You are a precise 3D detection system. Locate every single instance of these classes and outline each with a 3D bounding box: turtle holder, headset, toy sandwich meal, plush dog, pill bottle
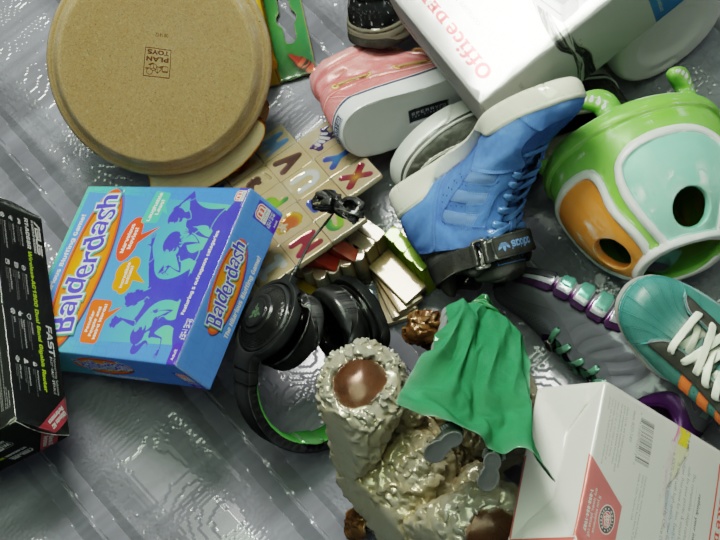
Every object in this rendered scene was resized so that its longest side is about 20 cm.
[{"bbox_3d":[0.236,-0.062,1.414,0.184,0.141,0.133,1,55,-39],"label":"turtle holder"},{"bbox_3d":[-0.028,0.040,1.382,0.094,0.123,0.202,16,105,55],"label":"headset"},{"bbox_3d":[-0.157,-0.167,1.502,0.203,0.070,0.207,0,100,3],"label":"toy sandwich meal"},{"bbox_3d":[0.067,0.124,1.364,0.171,0.161,0.200,-39,80,-28],"label":"plush dog"},{"bbox_3d":[0.198,-0.263,1.514,0.111,0.111,0.201,-32,64,-6],"label":"pill bottle"}]

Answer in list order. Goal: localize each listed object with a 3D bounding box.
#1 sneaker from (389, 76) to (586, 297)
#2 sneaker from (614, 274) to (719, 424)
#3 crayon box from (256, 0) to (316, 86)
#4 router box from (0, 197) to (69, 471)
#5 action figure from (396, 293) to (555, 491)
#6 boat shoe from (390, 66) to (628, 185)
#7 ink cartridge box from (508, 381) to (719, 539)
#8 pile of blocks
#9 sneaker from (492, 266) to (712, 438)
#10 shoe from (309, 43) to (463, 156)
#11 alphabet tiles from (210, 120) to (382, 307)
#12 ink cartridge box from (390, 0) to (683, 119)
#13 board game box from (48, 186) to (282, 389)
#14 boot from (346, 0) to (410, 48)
[{"bbox_3d":[0.111,-0.053,1.361,0.200,0.076,0.112,-36,74,39],"label":"sneaker"},{"bbox_3d":[0.269,0.076,1.314,0.200,0.080,0.072,40,87,-9],"label":"sneaker"},{"bbox_3d":[-0.147,-0.208,1.583,0.198,0.051,0.128,-15,64,2],"label":"crayon box"},{"bbox_3d":[-0.313,0.064,1.449,0.149,0.062,0.201,-26,60,27],"label":"router box"},{"bbox_3d":[0.081,0.073,1.284,0.118,0.055,0.200,30,28,-9],"label":"action figure"},{"bbox_3d":[0.121,-0.104,1.470,0.199,0.071,0.064,-24,45,-3],"label":"boat shoe"},{"bbox_3d":[0.201,0.171,1.304,0.067,0.199,0.117,-11,57,47],"label":"ink cartridge box"},{"bbox_3d":[0.000,0.000,1.456,0.198,0.062,0.083,-20,64,1],"label":"pile of blocks"},{"bbox_3d":[0.180,0.067,1.390,0.199,0.074,0.088,23,76,18],"label":"sneaker"},{"bbox_3d":[0.060,-0.157,1.511,0.198,0.072,0.091,-15,41,-14],"label":"shoe"},{"bbox_3d":[-0.085,-0.044,1.484,0.199,0.006,0.167,-35,42,-5],"label":"alphabet tiles"},{"bbox_3d":[0.137,-0.221,1.411,0.200,0.084,0.145,-39,65,3],"label":"ink cartridge box"},{"bbox_3d":[-0.168,0.009,1.441,0.199,0.045,0.153,2,63,43],"label":"board game box"},{"bbox_3d":[0.034,-0.299,1.513,0.073,0.155,0.204,9,46,24],"label":"boot"}]
